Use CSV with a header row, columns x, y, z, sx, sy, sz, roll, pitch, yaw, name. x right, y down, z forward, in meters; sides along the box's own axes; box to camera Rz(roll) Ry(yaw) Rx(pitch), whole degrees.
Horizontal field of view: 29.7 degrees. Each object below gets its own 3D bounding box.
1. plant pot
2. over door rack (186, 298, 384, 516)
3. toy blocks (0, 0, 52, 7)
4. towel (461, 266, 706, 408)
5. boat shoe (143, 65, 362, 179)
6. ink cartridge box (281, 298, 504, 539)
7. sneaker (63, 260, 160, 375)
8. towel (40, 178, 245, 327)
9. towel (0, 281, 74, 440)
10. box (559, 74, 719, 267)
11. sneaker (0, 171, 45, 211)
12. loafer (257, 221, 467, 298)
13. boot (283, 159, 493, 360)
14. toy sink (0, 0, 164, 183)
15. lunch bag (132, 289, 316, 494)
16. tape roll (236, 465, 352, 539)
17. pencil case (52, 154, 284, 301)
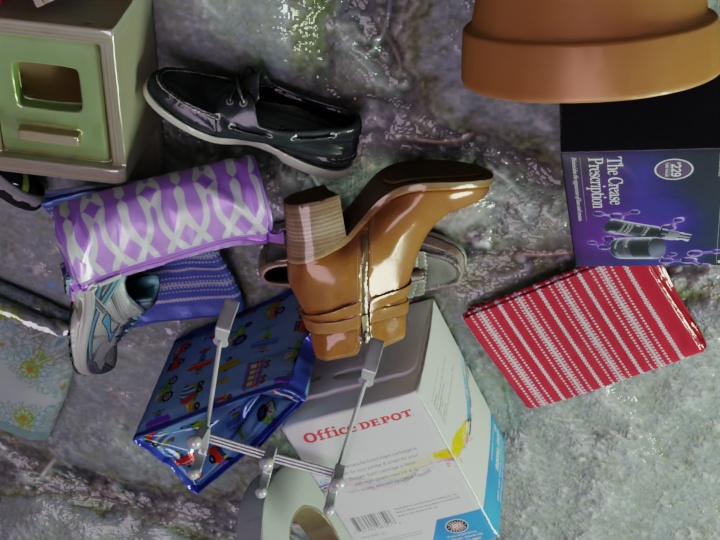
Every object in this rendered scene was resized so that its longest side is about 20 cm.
x,y,z,sx,sy,sz,roll,pitch,yaw,name
0.171,-0.217,1.017,0.197,0.200,0.142,0,110,12,plant pot
-0.074,0.133,1.204,0.146,0.067,0.202,15,128,0,over door rack
-0.254,-0.279,1.089,0.198,0.100,0.138,-17,108,23,toy blocks
0.215,0.056,1.304,0.198,0.023,0.145,-22,121,28,towel
-0.089,-0.144,1.186,0.197,0.075,0.066,23,133,-9,boat shoe
0.039,0.160,1.341,0.145,0.145,0.201,-16,122,21,ink cartridge box
-0.236,0.036,1.303,0.085,0.078,0.201,4,140,-4,sneaker
-0.206,-0.013,1.312,0.143,0.024,0.201,-6,141,15,towel
-0.402,0.084,1.443,0.198,0.048,0.172,23,128,-5,towel
0.239,-0.079,1.113,0.139,0.080,0.200,-3,154,12,box
-0.347,-0.134,1.253,0.083,0.072,0.200,-50,133,-6,sneaker
0.000,0.000,1.283,0.197,0.063,0.073,5,128,8,loafer
0.032,-0.009,1.216,0.197,0.077,0.157,-16,112,-15,boot
-0.255,-0.150,1.196,0.128,0.113,0.202,8,128,7,toy sink
-0.109,0.100,1.325,0.199,0.151,0.094,-33,114,31,lunch bag
-0.058,0.305,1.436,0.037,0.204,0.204,-23,119,26,tape roll
-0.173,-0.040,1.190,0.197,0.086,0.084,-17,153,-7,pencil case
